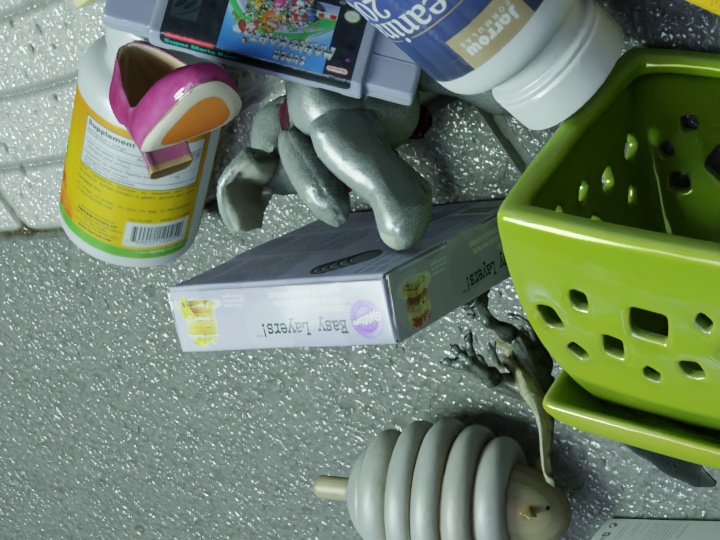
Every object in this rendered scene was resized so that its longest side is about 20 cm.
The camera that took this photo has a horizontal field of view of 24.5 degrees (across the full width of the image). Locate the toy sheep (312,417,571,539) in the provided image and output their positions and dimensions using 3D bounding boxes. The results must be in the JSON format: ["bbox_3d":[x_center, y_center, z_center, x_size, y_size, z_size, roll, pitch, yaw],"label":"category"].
[{"bbox_3d":[0.059,0.175,1.244,0.199,0.138,0.138,-1,119,17],"label":"toy sheep"}]

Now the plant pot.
[{"bbox_3d":[0.213,0.003,0.972,0.198,0.200,0.182,13,131,30],"label":"plant pot"}]

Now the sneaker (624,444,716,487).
[{"bbox_3d":[0.185,0.055,1.120,0.104,0.060,0.201,7,127,35],"label":"sneaker"}]

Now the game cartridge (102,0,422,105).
[{"bbox_3d":[-0.048,-0.184,1.027,0.199,0.130,0.038,14,166,3],"label":"game cartridge"}]

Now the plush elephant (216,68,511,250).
[{"bbox_3d":[-0.015,-0.089,1.110,0.199,0.165,0.155,28,153,3],"label":"plush elephant"}]

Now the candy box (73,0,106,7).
[{"bbox_3d":[-0.149,-0.278,1.142,0.200,0.055,0.116,-27,88,43],"label":"candy box"}]

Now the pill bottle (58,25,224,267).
[{"bbox_3d":[-0.158,-0.110,1.233,0.111,0.111,0.201,32,133,16],"label":"pill bottle"}]

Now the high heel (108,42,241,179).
[{"bbox_3d":[-0.125,-0.124,1.050,0.200,0.067,0.096,141,109,-79],"label":"high heel"}]

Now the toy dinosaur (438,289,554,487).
[{"bbox_3d":[0.099,0.063,1.110,0.088,0.200,0.047,43,107,-13],"label":"toy dinosaur"}]

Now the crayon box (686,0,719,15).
[{"bbox_3d":[0.202,-0.247,0.908,0.118,0.058,0.201,28,131,19],"label":"crayon box"}]

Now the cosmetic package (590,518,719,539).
[{"bbox_3d":[0.256,0.239,1.166,0.199,0.085,0.108,-7,112,41],"label":"cosmetic package"}]

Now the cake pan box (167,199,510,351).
[{"bbox_3d":[0.000,0.000,1.125,0.183,0.200,0.053,-2,106,34],"label":"cake pan box"}]

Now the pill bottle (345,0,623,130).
[{"bbox_3d":[0.055,-0.173,0.953,0.200,0.111,0.111,38,139,-22],"label":"pill bottle"}]
